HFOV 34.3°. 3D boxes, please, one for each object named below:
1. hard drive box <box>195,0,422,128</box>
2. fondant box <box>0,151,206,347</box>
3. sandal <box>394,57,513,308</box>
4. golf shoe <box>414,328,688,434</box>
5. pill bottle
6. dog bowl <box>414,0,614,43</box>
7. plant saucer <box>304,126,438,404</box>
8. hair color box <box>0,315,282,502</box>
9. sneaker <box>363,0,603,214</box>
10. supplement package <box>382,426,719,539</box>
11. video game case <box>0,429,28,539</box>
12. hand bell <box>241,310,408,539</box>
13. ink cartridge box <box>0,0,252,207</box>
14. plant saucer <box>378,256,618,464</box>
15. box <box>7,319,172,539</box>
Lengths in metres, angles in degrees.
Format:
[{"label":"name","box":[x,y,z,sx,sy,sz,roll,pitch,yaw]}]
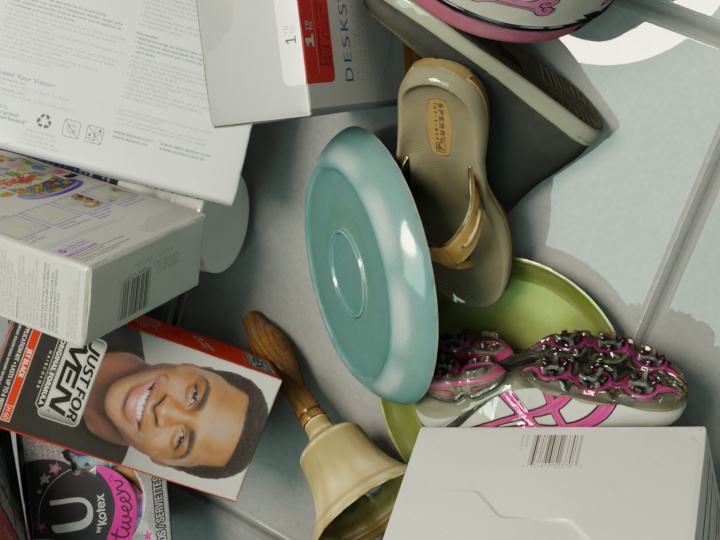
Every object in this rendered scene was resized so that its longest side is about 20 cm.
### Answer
[{"label":"hard drive box","box":[-0.029,-0.184,0.787,0.076,0.199,0.159,-2,100,26]},{"label":"fondant box","box":[-0.229,-0.024,0.816,0.197,0.144,0.059,19,113,19]},{"label":"sandal","box":[0.057,-0.046,0.783,0.079,0.054,0.202,7,135,20]},{"label":"golf shoe","box":[0.132,0.093,0.814,0.197,0.073,0.093,0,119,30]},{"label":"pill bottle","box":[-0.194,-0.055,0.936,0.197,0.111,0.113,10,104,22]},{"label":"dog bowl","box":[0.093,-0.230,0.738,0.200,0.200,0.074,41,145,11]},{"label":"plant saucer","box":[0.000,0.000,0.833,0.200,0.027,0.204,166,90,-69]},{"label":"hair color box","box":[-0.168,0.087,0.861,0.197,0.061,0.103,20,94,-17]},{"label":"sneaker","box":[0.061,-0.114,0.793,0.199,0.075,0.106,33,119,-20]},{"label":"supplement package","box":[0.124,0.194,0.746,0.197,0.157,0.112,-3,129,26]},{"label":"video game case","box":[-0.278,0.138,0.868,0.017,0.144,0.202,-16,52,-10]},{"label":"hand bell","box":[-0.040,0.109,0.913,0.104,0.103,0.201,-48,59,24]},{"label":"ink cartridge box","box":[-0.162,-0.166,0.837,0.193,0.043,0.203,14,87,-9]},{"label":"plant saucer","box":[0.108,0.087,0.872,0.197,0.031,0.204,5,101,23]},{"label":"box","box":[-0.224,0.139,0.954,0.113,0.132,0.204,-7,100,-17]}]
